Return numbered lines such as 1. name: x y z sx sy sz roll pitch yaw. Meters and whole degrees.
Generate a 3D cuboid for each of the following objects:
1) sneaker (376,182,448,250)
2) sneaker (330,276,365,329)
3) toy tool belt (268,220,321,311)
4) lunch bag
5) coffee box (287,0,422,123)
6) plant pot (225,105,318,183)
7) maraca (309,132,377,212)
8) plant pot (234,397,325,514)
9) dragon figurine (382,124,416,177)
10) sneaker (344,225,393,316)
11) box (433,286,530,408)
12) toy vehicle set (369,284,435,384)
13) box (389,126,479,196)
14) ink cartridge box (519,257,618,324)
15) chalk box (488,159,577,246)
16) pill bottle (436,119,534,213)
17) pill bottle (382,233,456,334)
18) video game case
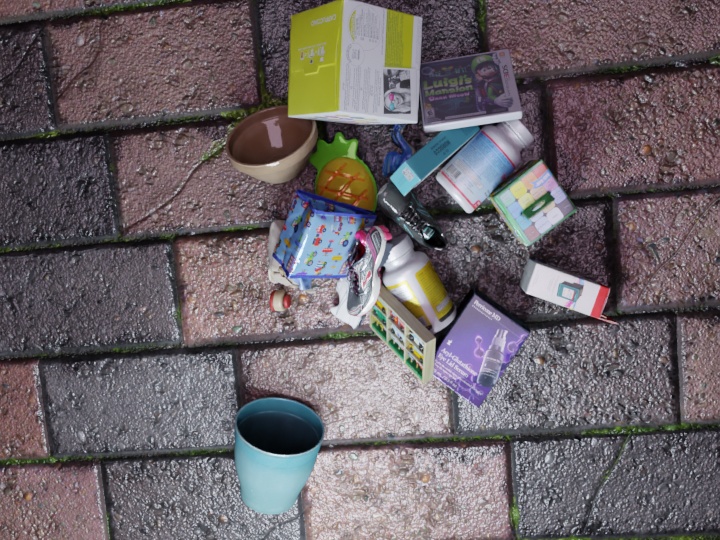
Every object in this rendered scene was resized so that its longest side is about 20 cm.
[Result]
1. sneaker: 0.116 -0.110 1.447 0.199 0.079 0.076 37 95 -32
2. sneaker: -0.008 0.024 1.523 0.085 0.074 0.204 21 97 9
3. toy tool belt: -0.134 -0.008 1.507 0.120 0.125 0.205 4 98 14
4. lunch bag: -0.057 -0.061 1.422 0.197 0.094 0.153 9 116 -37
5. coffee box: -0.015 -0.399 1.372 0.194 0.198 0.205 -2 99 -36
6. plant pot: -0.179 -0.252 1.478 0.196 0.204 0.094 -8 136 7
7. maraca: -0.037 -0.188 1.482 0.134 0.107 0.204 -17 94 10
8. plant pot: -0.188 0.417 1.535 0.195 0.201 0.192 13 113 5
9. dragon figurine: 0.079 -0.220 1.490 0.097 0.059 0.204 20 98 4
10. sneaker: 0.000 0.000 1.429 0.080 0.073 0.204 38 123 44
11. box: 0.245 0.161 1.491 0.146 0.104 0.202 33 99 2
12. toy vehicle set: 0.084 0.128 1.454 0.026 0.200 0.126 -25 136 -23
13. box: 0.152 -0.238 1.419 0.199 0.082 0.049 -42 91 -27
14. ink cartridge box: 0.439 0.042 1.450 0.196 0.116 0.069 19 98 3
15. chalk box: 0.342 -0.137 1.398 0.123 0.200 0.125 -36 92 9
16. pill bottle: 0.260 -0.226 1.444 0.200 0.109 0.109 -45 90 9
17. pill bottle: 0.113 0.031 1.475 0.110 0.111 0.203 -28 102 9
18. video game case: 0.218 -0.369 1.422 0.195 0.024 0.185 -7 57 8
